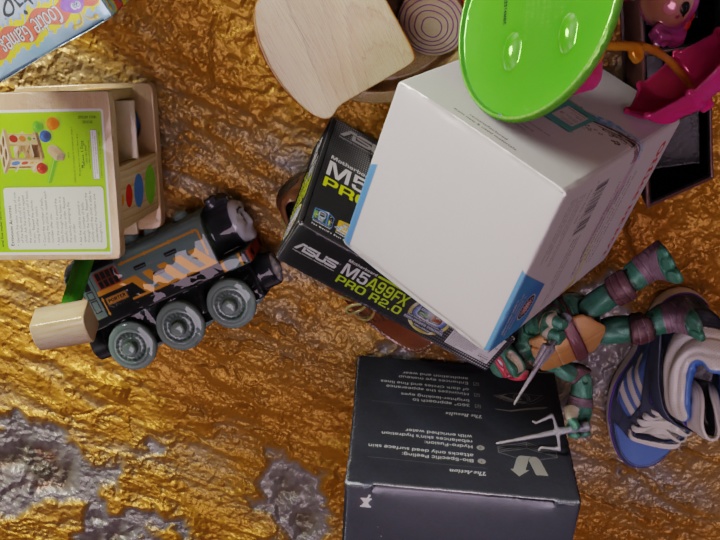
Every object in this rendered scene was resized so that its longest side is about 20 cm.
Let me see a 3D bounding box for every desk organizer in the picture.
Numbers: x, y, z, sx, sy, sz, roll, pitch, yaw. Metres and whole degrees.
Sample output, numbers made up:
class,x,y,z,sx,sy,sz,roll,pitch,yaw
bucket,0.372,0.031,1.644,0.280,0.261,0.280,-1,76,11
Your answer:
class,x,y,z,sx,sy,sz,roll,pitch,yaw
desk organizer,0.253,-0.159,0.859,0.071,0.077,0.202,-7,116,6

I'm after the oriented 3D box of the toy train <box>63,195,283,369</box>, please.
class,x,y,z,sx,sy,sz,roll,pitch,yaw
toy train,-0.172,0.011,0.966,0.198,0.085,0.115,-23,104,13

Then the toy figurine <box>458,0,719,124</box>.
class,x,y,z,sx,sy,sz,roll,pitch,yaw
toy figurine,0.185,-0.182,0.738,0.183,0.150,0.202,10,80,-34

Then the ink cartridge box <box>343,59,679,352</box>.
class,x,y,z,sx,sy,sz,roll,pitch,yaw
ink cartridge box,0.117,-0.068,0.809,0.146,0.199,0.148,37,129,21

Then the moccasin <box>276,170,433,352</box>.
class,x,y,z,sx,sy,sz,roll,pitch,yaw
moccasin,0.001,-0.001,0.950,0.073,0.078,0.202,-30,111,17

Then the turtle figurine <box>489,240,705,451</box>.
class,x,y,z,sx,sy,sz,roll,pitch,yaw
turtle figurine,0.177,0.059,0.884,0.199,0.101,0.150,-29,138,9

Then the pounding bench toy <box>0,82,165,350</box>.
class,x,y,z,sx,sy,sz,roll,pitch,yaw
pounding bench toy,-0.237,-0.050,0.878,0.123,0.156,0.202,-1,102,4

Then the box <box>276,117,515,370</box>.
class,x,y,z,sx,sy,sz,roll,pitch,yaw
box,0.039,-0.026,0.888,0.199,0.161,0.044,29,128,-11

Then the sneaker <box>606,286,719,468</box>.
class,x,y,z,sx,sy,sz,roll,pitch,yaw
sneaker,0.282,0.128,0.961,0.080,0.147,0.202,10,116,-2

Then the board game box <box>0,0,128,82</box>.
class,x,y,z,sx,sy,sz,roll,pitch,yaw
board game box,-0.225,-0.231,0.778,0.104,0.201,0.104,-25,113,14

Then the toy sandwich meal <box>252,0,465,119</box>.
class,x,y,z,sx,sy,sz,roll,pitch,yaw
toy sandwich meal,0.007,-0.215,0.847,0.203,0.070,0.207,1,117,2

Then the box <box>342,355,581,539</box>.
class,x,y,z,sx,sy,sz,roll,pitch,yaw
box,0.085,0.184,0.970,0.194,0.201,0.119,5,117,1
